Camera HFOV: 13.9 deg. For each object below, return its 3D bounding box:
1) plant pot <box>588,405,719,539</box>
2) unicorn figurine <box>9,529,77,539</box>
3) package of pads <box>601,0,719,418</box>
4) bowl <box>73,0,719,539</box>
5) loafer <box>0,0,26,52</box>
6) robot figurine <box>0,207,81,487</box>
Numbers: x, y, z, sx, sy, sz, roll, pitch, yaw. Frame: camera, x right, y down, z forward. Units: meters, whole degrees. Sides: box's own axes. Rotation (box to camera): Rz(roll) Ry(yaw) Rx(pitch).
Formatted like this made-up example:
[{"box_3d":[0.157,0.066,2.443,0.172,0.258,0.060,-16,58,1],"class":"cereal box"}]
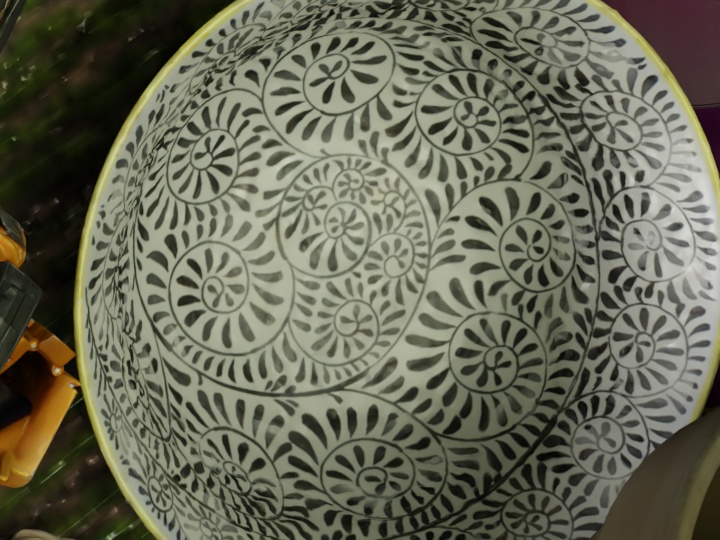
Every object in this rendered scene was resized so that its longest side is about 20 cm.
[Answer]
[{"box_3d":[0.103,0.148,0.821,0.199,0.173,0.201,19,57,-32],"class":"plant pot"},{"box_3d":[-0.050,0.131,0.896,0.199,0.074,0.138,-20,107,-42],"class":"unicorn figurine"},{"box_3d":[0.114,-0.011,0.929,0.075,0.120,0.201,-2,98,-29],"class":"package of pads"},{"box_3d":[0.000,0.000,0.875,0.200,0.094,0.202,-4,101,-20],"class":"bowl"},{"box_3d":[-0.139,-0.049,0.809,0.073,0.072,0.201,38,78,-27],"class":"loafer"},{"box_3d":[-0.149,0.069,0.785,0.058,0.145,0.200,41,84,-24],"class":"robot figurine"}]
